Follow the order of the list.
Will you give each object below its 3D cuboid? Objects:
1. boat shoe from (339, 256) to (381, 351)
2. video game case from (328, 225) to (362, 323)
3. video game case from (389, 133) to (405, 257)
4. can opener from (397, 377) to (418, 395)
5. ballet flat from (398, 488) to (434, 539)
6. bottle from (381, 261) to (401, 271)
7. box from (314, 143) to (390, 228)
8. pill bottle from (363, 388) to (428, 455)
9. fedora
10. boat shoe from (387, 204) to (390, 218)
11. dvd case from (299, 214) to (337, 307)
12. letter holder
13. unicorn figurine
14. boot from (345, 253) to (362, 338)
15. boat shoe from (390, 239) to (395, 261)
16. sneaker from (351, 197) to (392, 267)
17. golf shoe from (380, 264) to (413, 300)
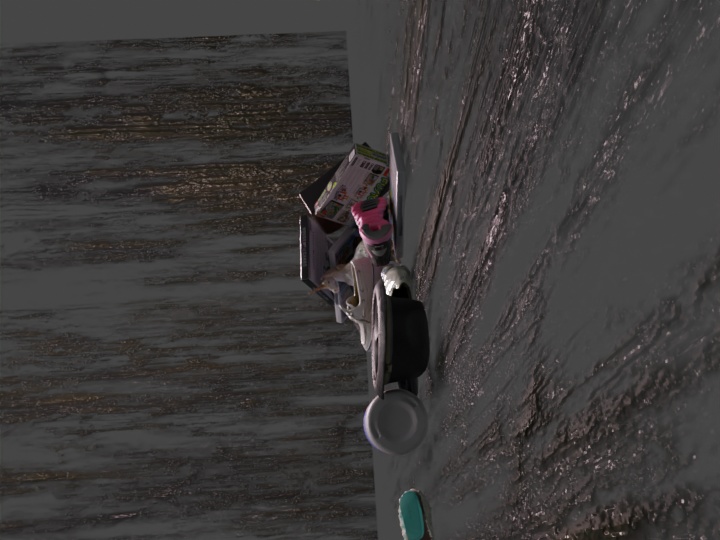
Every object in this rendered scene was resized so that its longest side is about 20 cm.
[{"bbox_3d":[-0.004,0.073,1.676,0.075,0.084,0.206,-132,39,-63],"label":"boat shoe"},{"bbox_3d":[-0.025,0.000,1.890,0.144,0.018,0.203,-50,-35,-45],"label":"video game case"},{"bbox_3d":[0.073,-0.150,1.636,0.145,0.018,0.203,-96,4,-51],"label":"video game case"},{"bbox_3d":[0.084,0.157,1.509,0.063,0.077,0.204,41,145,54],"label":"can opener"},{"bbox_3d":[0.106,0.465,1.364,0.072,0.070,0.203,90,178,-49],"label":"ballet flat"},{"bbox_3d":[0.064,0.082,1.722,0.084,0.064,0.204,-95,3,-63],"label":"bottle"},{"bbox_3d":[-0.010,-0.178,1.756,0.201,0.108,0.035,-51,33,41],"label":"box"},{"bbox_3d":[0.060,0.278,1.492,0.200,0.109,0.115,101,166,-78],"label":"pill bottle"},{"bbox_3d":[0.067,0.115,1.373,0.201,0.089,0.205,180,90,-86],"label":"fedora"},{"bbox_3d":[0.044,-0.111,1.918,0.201,0.070,0.068,146,126,-82],"label":"boat shoe"},{"bbox_3d":[-0.090,-0.018,1.850,0.200,0.024,0.153,46,-142,-62],"label":"dvd case"},{"bbox_3d":[-0.017,-0.168,1.898,0.143,0.199,0.101,52,-178,-38],"label":"letter holder"},{"bbox_3d":[0.000,0.000,1.767,0.202,0.136,0.074,-60,-6,1],"label":"unicorn figurine"},{"bbox_3d":[0.001,0.072,1.867,0.204,0.069,0.132,70,158,10],"label":"boot"},{"bbox_3d":[0.059,-0.041,1.874,0.200,0.071,0.063,-112,42,-69],"label":"boat shoe"},{"bbox_3d":[0.030,-0.076,1.639,0.201,0.077,0.097,-94,-10,-60],"label":"sneaker"},{"bbox_3d":[0.069,0.095,1.583,0.097,0.077,0.204,-117,22,-69],"label":"golf shoe"}]
